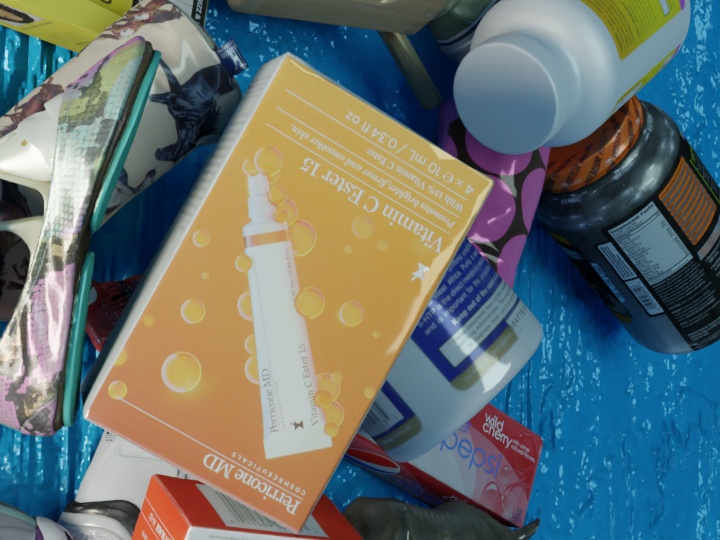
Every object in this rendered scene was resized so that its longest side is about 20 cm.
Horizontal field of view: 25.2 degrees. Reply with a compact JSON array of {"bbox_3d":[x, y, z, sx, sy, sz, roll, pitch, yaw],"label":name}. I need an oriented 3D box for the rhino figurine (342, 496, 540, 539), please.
[{"bbox_3d":[0.061,0.189,1.030,0.199,0.060,0.088,11,55,-40],"label":"rhino figurine"}]

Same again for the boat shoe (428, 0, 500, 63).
[{"bbox_3d":[0.109,-0.237,1.151,0.062,0.072,0.201,49,58,-29],"label":"boat shoe"}]

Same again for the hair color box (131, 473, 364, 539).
[{"bbox_3d":[-0.084,0.217,0.874,0.110,0.064,0.202,12,104,-31],"label":"hair color box"}]

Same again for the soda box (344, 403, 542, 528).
[{"bbox_3d":[0.035,0.104,1.064,0.199,0.063,0.071,33,65,-38],"label":"soda box"}]

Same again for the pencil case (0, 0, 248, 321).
[{"bbox_3d":[-0.148,-0.057,0.849,0.200,0.078,0.089,-43,85,-17],"label":"pencil case"}]

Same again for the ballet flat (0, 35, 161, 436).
[{"bbox_3d":[-0.152,-0.021,0.777,0.071,0.069,0.202,14,94,-6],"label":"ballet flat"}]

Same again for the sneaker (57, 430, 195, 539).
[{"bbox_3d":[-0.078,0.134,0.942,0.199,0.075,0.116,27,72,-37],"label":"sneaker"}]

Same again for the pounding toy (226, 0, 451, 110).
[{"bbox_3d":[-0.008,-0.219,0.992,0.199,0.142,0.185,0,62,-44],"label":"pounding toy"}]

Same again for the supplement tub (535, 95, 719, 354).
[{"bbox_3d":[0.208,-0.041,1.200,0.200,0.122,0.123,48,57,-31],"label":"supplement tub"}]

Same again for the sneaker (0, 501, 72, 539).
[{"bbox_3d":[-0.225,0.204,0.814,0.087,0.074,0.201,33,58,-17],"label":"sneaker"}]

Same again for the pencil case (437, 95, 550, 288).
[{"bbox_3d":[0.068,-0.027,1.093,0.093,0.091,0.201,23,68,-13],"label":"pencil case"}]

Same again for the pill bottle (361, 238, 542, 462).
[{"bbox_3d":[0.000,0.000,0.935,0.200,0.120,0.120,49,53,-3],"label":"pill bottle"}]

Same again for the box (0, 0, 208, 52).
[{"bbox_3d":[-0.174,-0.169,0.883,0.199,0.050,0.076,18,76,-42],"label":"box"}]

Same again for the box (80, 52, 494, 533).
[{"bbox_3d":[-0.041,0.009,0.818,0.124,0.097,0.201,29,89,-11],"label":"box"}]

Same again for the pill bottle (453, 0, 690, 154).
[{"bbox_3d":[0.138,-0.147,1.061,0.200,0.104,0.105,-40,115,-50],"label":"pill bottle"}]

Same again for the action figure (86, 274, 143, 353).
[{"bbox_3d":[-0.100,0.030,0.918,0.199,0.052,0.066,13,35,-51],"label":"action figure"}]
